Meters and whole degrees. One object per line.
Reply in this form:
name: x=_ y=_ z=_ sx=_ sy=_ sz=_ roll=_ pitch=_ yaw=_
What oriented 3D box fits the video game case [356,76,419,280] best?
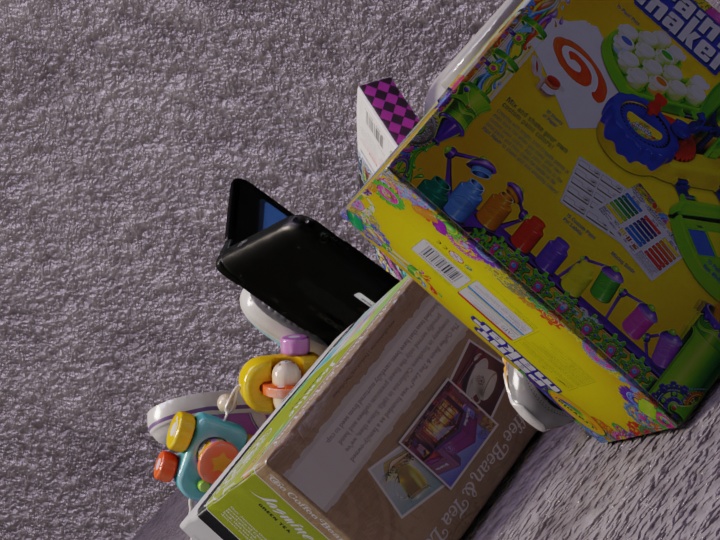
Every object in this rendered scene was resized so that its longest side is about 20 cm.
video game case: x=0.053 y=-0.029 z=1.421 sx=0.036 sy=0.200 sz=0.181 roll=-19 pitch=-40 yaw=-14

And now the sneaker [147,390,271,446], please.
sneaker: x=-0.073 y=0.162 z=1.373 sx=0.073 sy=0.200 sz=0.114 roll=-42 pitch=43 yaw=53

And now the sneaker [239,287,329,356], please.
sneaker: x=-0.029 y=0.071 z=1.401 sx=0.082 sy=0.200 sz=0.074 roll=-43 pitch=36 yaw=27

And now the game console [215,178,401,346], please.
game console: x=0.000 y=0.000 z=1.329 sx=0.176 sy=0.200 sz=0.117 roll=-25 pitch=36 yaw=53

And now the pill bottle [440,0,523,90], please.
pill bottle: x=0.158 y=-0.097 z=1.193 sx=0.114 sy=0.200 sz=0.114 roll=-49 pitch=3 yaw=4

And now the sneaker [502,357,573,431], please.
sneaker: x=0.159 y=0.013 z=1.049 sx=0.200 sy=0.078 sz=0.077 roll=-51 pitch=13 yaw=-20

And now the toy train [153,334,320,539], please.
toy train: x=-0.054 y=0.138 z=1.315 sx=0.200 sy=0.150 sz=0.056 roll=-31 pitch=15 yaw=-10

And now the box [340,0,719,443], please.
box: x=0.133 y=-0.046 z=0.943 sx=0.193 sy=0.200 sz=0.122 roll=-49 pitch=3 yaw=-15

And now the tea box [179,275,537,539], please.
tea box: x=0.009 y=0.126 z=1.181 sx=0.200 sy=0.134 sz=0.197 roll=-50 pitch=4 yaw=-31

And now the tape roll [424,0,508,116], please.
tape roll: x=0.170 y=-0.129 z=1.408 sx=0.139 sy=0.203 sz=0.203 roll=-44 pitch=5 yaw=44
